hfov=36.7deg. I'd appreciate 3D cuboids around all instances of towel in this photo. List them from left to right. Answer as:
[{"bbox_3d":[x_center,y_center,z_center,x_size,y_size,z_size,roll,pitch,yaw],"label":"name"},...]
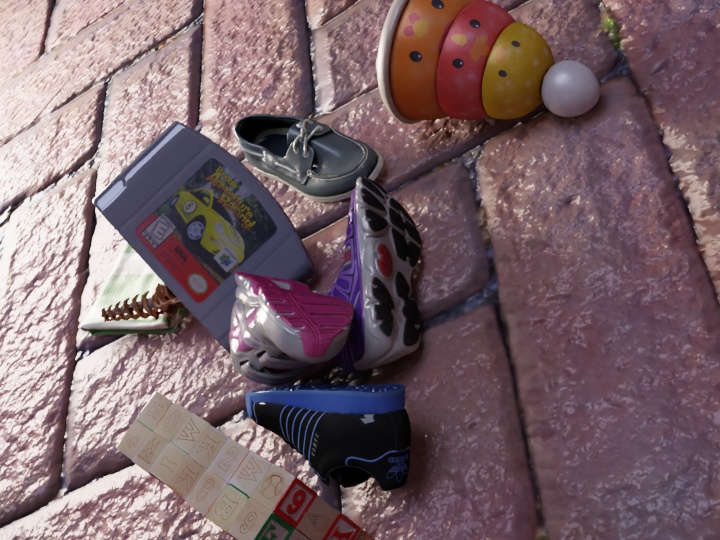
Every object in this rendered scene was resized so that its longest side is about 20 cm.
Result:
[{"bbox_3d":[-0.220,-0.019,1.191,0.152,0.023,0.201,-5,54,37],"label":"towel"}]

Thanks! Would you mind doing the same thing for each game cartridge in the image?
[{"bbox_3d":[-0.143,-0.039,1.036,0.133,0.200,0.041,-43,-3,-4],"label":"game cartridge"}]

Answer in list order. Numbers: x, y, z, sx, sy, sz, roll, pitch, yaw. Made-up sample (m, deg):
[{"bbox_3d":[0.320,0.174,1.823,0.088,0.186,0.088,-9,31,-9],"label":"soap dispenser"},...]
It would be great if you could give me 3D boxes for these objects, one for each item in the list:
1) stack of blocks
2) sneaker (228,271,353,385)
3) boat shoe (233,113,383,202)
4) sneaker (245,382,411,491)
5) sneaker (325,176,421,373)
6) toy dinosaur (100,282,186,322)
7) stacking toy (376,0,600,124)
[{"bbox_3d":[-0.092,0.175,0.852,0.199,0.115,0.059,20,70,48],"label":"stack of blocks"},{"bbox_3d":[-0.064,0.058,0.922,0.200,0.081,0.089,-158,78,-72],"label":"sneaker"},{"bbox_3d":[-0.060,-0.123,1.117,0.199,0.062,0.073,19,69,46],"label":"boat shoe"},{"bbox_3d":[-0.031,0.132,0.876,0.199,0.070,0.079,-7,87,56],"label":"sneaker"},{"bbox_3d":[0.000,0.000,0.958,0.083,0.080,0.201,-30,39,32],"label":"sneaker"},{"bbox_3d":[-0.170,-0.014,1.083,0.199,0.102,0.136,-26,73,-20],"label":"toy dinosaur"},{"bbox_3d":[0.128,-0.188,0.993,0.199,0.146,0.147,19,69,29],"label":"stacking toy"}]
